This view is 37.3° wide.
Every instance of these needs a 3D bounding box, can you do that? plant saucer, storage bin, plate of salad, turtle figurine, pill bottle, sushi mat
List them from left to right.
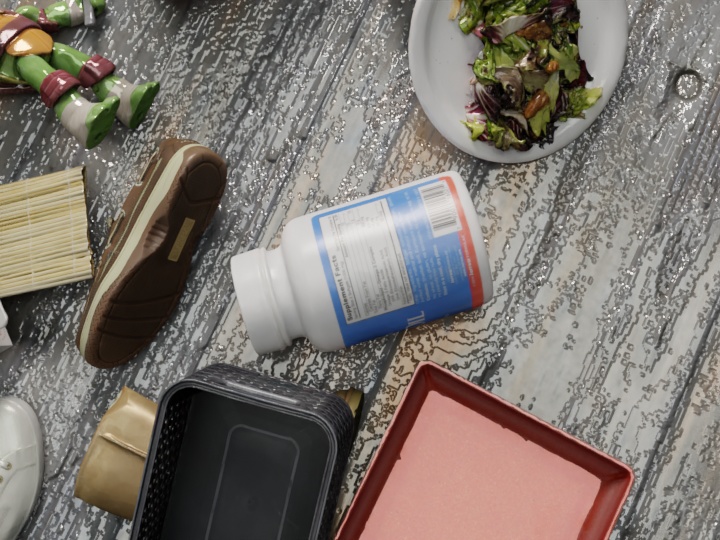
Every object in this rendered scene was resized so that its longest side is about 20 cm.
[{"bbox_3d":[-0.315,-0.023,0.905,0.196,0.012,0.098,-11,82,15],"label":"sushi mat"},{"bbox_3d":[-0.257,-0.211,0.889,0.193,0.144,0.201,39,89,3],"label":"turtle figurine"},{"bbox_3d":[-0.091,0.184,0.794,0.133,0.094,0.204,14,93,7],"label":"storage bin"},{"bbox_3d":[0.000,0.000,0.863,0.196,0.112,0.114,-17,81,1],"label":"pill bottle"},{"bbox_3d":[0.093,0.207,0.867,0.197,0.037,0.202,27,84,5],"label":"plant saucer"},{"bbox_3d":[0.136,-0.186,0.878,0.196,0.048,0.204,-5,109,-15],"label":"plate of salad"}]

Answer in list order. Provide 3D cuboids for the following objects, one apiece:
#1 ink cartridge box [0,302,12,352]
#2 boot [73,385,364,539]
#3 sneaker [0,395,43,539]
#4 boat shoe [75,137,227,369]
[{"bbox_3d":[-0.366,0.038,0.872,0.198,0.068,0.117,-28,82,13],"label":"ink cartridge box"},{"bbox_3d":[-0.113,0.144,0.871,0.197,0.066,0.178,23,83,7],"label":"boot"},{"bbox_3d":[-0.312,0.201,0.861,0.071,0.085,0.204,12,81,6],"label":"sneaker"},{"bbox_3d":[-0.184,-0.018,0.904,0.074,0.074,0.204,31,90,40],"label":"boat shoe"}]
